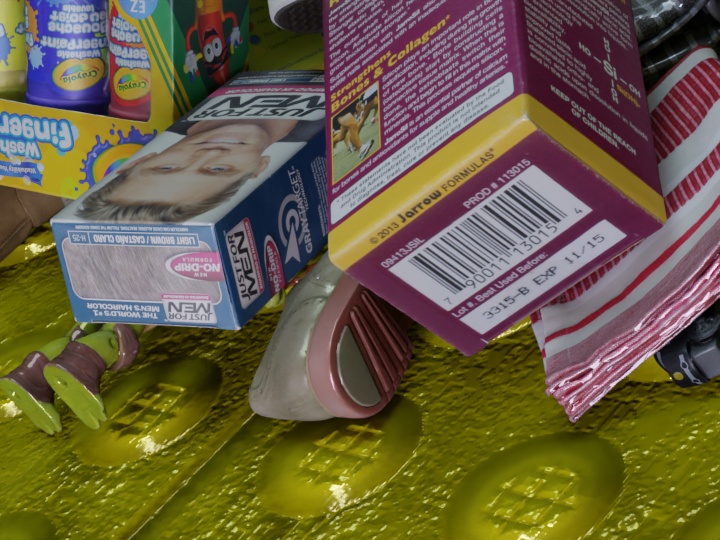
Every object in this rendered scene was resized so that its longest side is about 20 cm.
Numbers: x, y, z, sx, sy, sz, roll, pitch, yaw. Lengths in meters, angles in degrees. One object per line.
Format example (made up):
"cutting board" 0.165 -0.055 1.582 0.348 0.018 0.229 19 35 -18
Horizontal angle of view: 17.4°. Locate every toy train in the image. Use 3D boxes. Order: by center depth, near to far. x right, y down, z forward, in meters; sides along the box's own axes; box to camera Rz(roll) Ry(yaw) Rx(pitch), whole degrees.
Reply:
"toy train" 0.161 -0.011 1.131 0.046 0.034 0.200 -27 27 26

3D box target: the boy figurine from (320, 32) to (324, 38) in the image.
"boy figurine" 0.059 -0.191 1.312 0.200 0.064 0.125 -31 34 16

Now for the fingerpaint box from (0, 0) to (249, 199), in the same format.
"fingerpaint box" -0.162 -0.129 1.369 0.199 0.168 0.073 12 19 35

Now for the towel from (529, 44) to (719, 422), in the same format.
"towel" 0.134 -0.027 1.131 0.144 0.023 0.200 -42 22 16

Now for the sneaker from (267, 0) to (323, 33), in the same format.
"sneaker" 0.033 -0.199 1.246 0.199 0.073 0.085 -18 67 20

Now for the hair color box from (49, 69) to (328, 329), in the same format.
"hair color box" -0.064 -0.041 1.231 0.100 0.061 0.200 1 27 28

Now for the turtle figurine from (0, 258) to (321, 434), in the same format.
"turtle figurine" -0.113 0.016 1.276 0.199 0.065 0.161 2 40 44

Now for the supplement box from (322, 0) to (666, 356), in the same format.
"supplement box" 0.060 -0.082 1.150 0.131 0.103 0.201 -35 37 31

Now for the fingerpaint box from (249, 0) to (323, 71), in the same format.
"fingerpaint box" -0.014 -0.222 1.467 0.199 0.167 0.073 -25 28 5

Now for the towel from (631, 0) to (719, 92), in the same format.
"towel" 0.137 -0.151 1.324 0.165 0.086 0.200 -28 28 0

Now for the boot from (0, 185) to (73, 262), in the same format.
"boot" -0.278 -0.032 1.497 0.200 0.066 0.175 -40 31 -21

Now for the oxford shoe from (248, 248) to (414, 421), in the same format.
"oxford shoe" 0.000 0.000 1.209 0.074 0.071 0.200 -13 29 36
